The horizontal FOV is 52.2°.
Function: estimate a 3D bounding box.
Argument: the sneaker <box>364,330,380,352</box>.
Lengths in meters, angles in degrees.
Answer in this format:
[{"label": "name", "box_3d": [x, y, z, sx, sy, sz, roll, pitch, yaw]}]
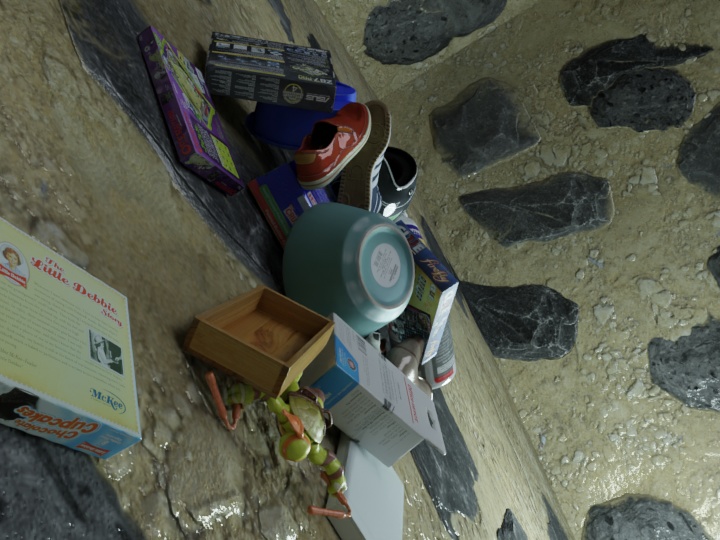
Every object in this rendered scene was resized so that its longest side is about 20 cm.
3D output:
[{"label": "sneaker", "box_3d": [0.002, 0.072, 1.148, 0.203, 0.079, 0.074, 67, 11, 14]}]

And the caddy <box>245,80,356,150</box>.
[{"label": "caddy", "box_3d": [-0.090, -0.248, 1.210, 0.142, 0.196, 0.106, -98, -162, -54]}]

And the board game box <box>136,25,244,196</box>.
[{"label": "board game box", "box_3d": [-0.216, -0.202, 0.939, 0.203, 0.032, 0.120, 67, 9, 23]}]

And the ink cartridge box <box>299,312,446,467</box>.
[{"label": "ink cartridge box", "box_3d": [0.014, 0.161, 0.923, 0.200, 0.067, 0.116, 43, 17, -22]}]

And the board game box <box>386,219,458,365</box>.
[{"label": "board game box", "box_3d": [0.078, 0.038, 1.127, 0.136, 0.034, 0.202, 49, -27, 26]}]

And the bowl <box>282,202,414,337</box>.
[{"label": "bowl", "box_3d": [0.000, 0.000, 1.002, 0.198, 0.104, 0.205, 7, 80, -44]}]

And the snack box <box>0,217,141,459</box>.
[{"label": "snack box", "box_3d": [-0.211, 0.028, 0.435, 0.200, 0.037, 0.118, 47, 20, -52]}]

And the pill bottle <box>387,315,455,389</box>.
[{"label": "pill bottle", "box_3d": [0.103, 0.097, 1.295, 0.114, 0.111, 0.204, -85, 167, -69]}]

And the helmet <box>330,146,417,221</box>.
[{"label": "helmet", "box_3d": [0.002, -0.160, 1.342, 0.190, 0.199, 0.202, 39, 24, -40]}]

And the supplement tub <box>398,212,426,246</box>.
[{"label": "supplement tub", "box_3d": [0.067, -0.014, 1.446, 0.203, 0.144, 0.145, 67, 13, 21]}]

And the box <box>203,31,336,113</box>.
[{"label": "box", "box_3d": [-0.139, -0.311, 1.141, 0.162, 0.196, 0.050, -102, -158, -56]}]

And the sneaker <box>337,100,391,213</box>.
[{"label": "sneaker", "box_3d": [0.009, -0.166, 1.190, 0.108, 0.069, 0.204, 4, 99, -80]}]

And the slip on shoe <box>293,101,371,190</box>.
[{"label": "slip on shoe", "box_3d": [-0.039, -0.196, 1.066, 0.201, 0.073, 0.062, -58, 140, -42]}]

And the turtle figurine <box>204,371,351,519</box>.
[{"label": "turtle figurine", "box_3d": [-0.069, 0.137, 0.727, 0.200, 0.064, 0.162, 46, 9, -17]}]

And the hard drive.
[{"label": "hard drive", "box_3d": [0.011, 0.272, 0.875, 0.133, 0.026, 0.200, 60, 13, -13]}]

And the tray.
[{"label": "tray", "box_3d": [-0.094, 0.066, 0.744, 0.097, 0.038, 0.200, 26, 10, 6]}]

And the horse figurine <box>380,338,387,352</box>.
[{"label": "horse figurine", "box_3d": [0.011, 0.037, 1.270, 0.133, 0.049, 0.203, -68, 149, -52]}]

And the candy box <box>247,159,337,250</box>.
[{"label": "candy box", "box_3d": [-0.081, -0.086, 1.141, 0.171, 0.076, 0.200, 62, 11, -8]}]

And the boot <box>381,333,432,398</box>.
[{"label": "boot", "box_3d": [0.055, 0.196, 1.101, 0.146, 0.069, 0.204, -50, 144, -52]}]
